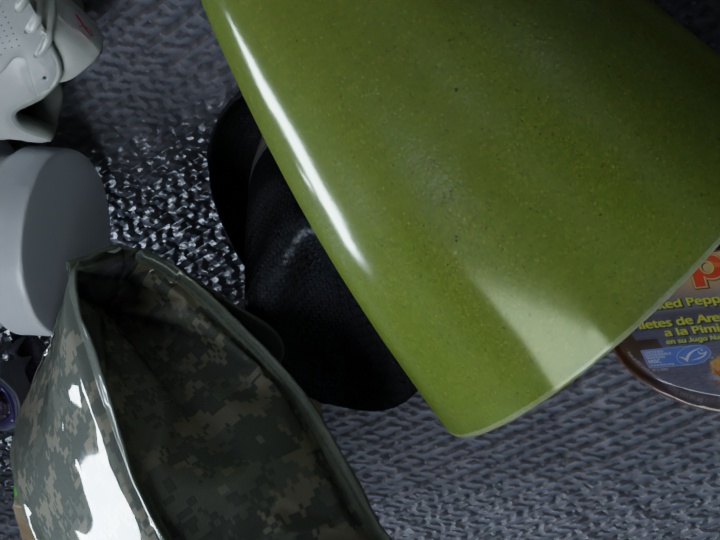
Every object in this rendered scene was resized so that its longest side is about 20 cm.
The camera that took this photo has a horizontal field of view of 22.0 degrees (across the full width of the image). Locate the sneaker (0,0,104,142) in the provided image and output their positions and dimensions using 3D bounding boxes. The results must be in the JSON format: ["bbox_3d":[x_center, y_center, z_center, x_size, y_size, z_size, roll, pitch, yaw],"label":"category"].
[{"bbox_3d":[-0.165,-0.131,0.848,0.098,0.078,0.201,13,149,-1],"label":"sneaker"}]

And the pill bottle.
[{"bbox_3d":[-0.240,-0.020,0.959,0.198,0.116,0.116,4,137,20],"label":"pill bottle"}]

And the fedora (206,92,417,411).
[{"bbox_3d":[0.000,0.000,0.893,0.199,0.092,0.202,12,139,10],"label":"fedora"}]

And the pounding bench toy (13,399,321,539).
[{"bbox_3d":[-0.122,0.158,1.040,0.154,0.201,0.125,11,140,11],"label":"pounding bench toy"}]

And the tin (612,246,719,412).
[{"bbox_3d":[0.211,0.014,0.861,0.198,0.042,0.112,-7,136,30],"label":"tin"}]

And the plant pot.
[{"bbox_3d":[0.036,-0.071,0.745,0.200,0.187,0.187,46,136,-6],"label":"plant pot"}]

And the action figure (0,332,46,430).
[{"bbox_3d":[-0.251,0.088,1.018,0.129,0.200,0.070,-14,103,25],"label":"action figure"}]

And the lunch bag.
[{"bbox_3d":[-0.090,0.100,0.886,0.201,0.117,0.164,57,148,17],"label":"lunch bag"}]
